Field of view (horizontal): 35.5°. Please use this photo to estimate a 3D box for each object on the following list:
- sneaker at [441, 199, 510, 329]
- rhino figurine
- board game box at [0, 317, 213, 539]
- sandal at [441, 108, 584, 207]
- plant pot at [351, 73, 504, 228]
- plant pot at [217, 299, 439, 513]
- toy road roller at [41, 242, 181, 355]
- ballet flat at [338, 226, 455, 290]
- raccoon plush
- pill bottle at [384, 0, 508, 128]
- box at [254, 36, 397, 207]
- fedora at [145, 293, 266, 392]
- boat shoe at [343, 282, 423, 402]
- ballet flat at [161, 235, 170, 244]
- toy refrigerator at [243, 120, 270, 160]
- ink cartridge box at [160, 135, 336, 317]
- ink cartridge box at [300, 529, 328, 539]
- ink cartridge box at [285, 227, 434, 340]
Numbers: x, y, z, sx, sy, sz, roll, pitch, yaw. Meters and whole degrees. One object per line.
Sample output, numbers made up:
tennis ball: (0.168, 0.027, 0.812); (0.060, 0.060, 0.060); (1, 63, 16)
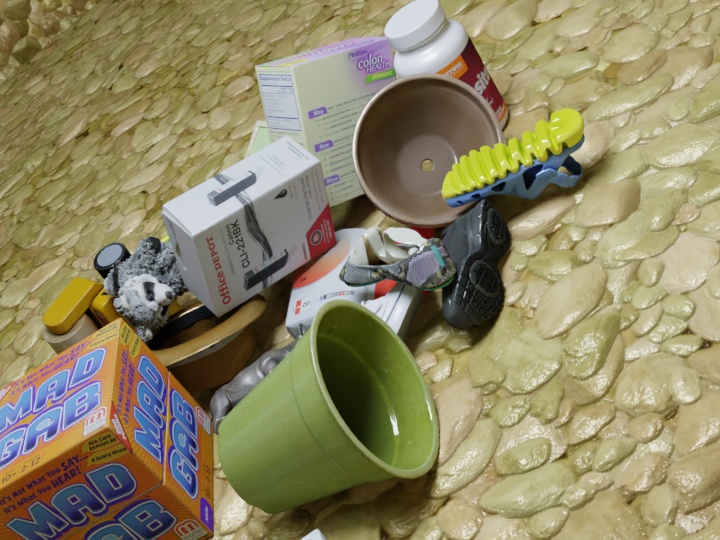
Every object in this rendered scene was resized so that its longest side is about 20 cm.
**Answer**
sneaker: (0.122, 0.004, 1.337); (0.090, 0.076, 0.201); (-27, 25, 33)
rhino figurine: (-0.106, 0.131, 1.391); (0.199, 0.060, 0.087); (-40, 21, -11)
board game box: (-0.310, 0.227, 1.334); (0.198, 0.201, 0.201); (-30, 32, 11)
sandal: (0.195, -0.119, 1.389); (0.198, 0.087, 0.080); (-20, 35, 22)
plant pot: (0.089, -0.151, 1.493); (0.200, 0.202, 0.093); (-38, -8, -3)
plant pot: (-0.048, 0.165, 1.199); (0.189, 0.200, 0.202); (-34, 29, 28)
toy road roller: (-0.356, 0.065, 1.670); (0.145, 0.124, 0.201); (17, 58, 39)
ballet flat: (0.034, -0.019, 1.319); (0.199, 0.072, 0.072); (3, 48, 54)
raccoon plush: (-0.305, 0.047, 1.519); (0.199, 0.096, 0.135); (-35, 21, 48)
pill bottle: (0.116, -0.270, 1.558); (0.112, 0.201, 0.114); (-25, 33, 18)
box: (-0.035, -0.207, 1.574); (0.174, 0.203, 0.096); (-23, 23, -33)
fedora: (-0.205, 0.102, 1.485); (0.198, 0.083, 0.201); (-20, 19, 7)
boat shoe: (0.019, 0.064, 1.326); (0.065, 0.074, 0.201); (23, 56, 13)
ballet flat: (-0.237, -0.047, 1.615); (0.198, 0.067, 0.067); (-28, 20, 8)
toy refrigerator: (-0.144, -0.114, 1.658); (0.075, 0.069, 0.203); (16, 87, 52)
ink cartridge box: (-0.140, -0.057, 1.450); (0.199, 0.146, 0.084); (-32, 46, -21)
ink cartridge box: (-0.091, 0.375, 1.080); (0.195, 0.043, 0.201); (-34, 30, 4)
ink cartridge box: (0.000, 0.000, 1.468); (0.198, 0.050, 0.163); (-25, 34, 24)
